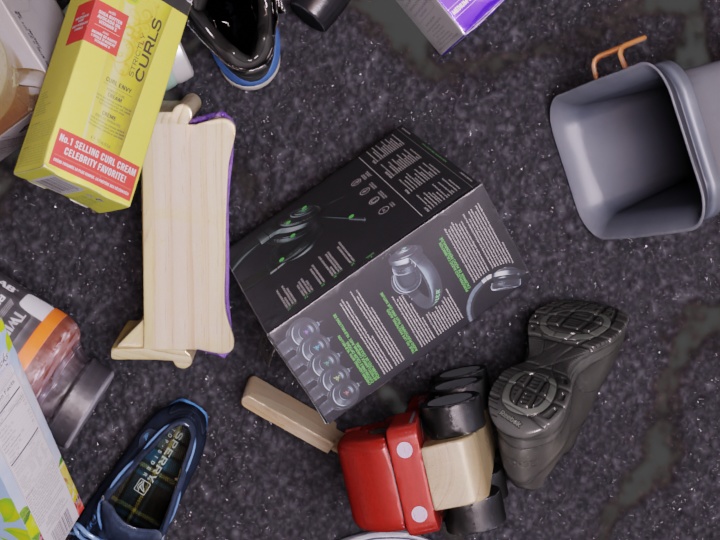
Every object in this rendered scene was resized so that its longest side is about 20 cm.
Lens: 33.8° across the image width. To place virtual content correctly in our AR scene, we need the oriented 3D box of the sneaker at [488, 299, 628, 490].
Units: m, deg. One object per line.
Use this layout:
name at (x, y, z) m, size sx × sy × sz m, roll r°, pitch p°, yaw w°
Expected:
sneaker at (0.158, 0.095, 0.957) m, size 0.075 × 0.200 × 0.092 m, roll 16°, pitch 129°, yaw 30°

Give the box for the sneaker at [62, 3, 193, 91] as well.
sneaker at (-0.226, -0.220, 0.930) m, size 0.117 × 0.074 × 0.203 m, roll -26°, pitch 101°, yaw -4°

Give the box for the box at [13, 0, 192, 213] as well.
box at (-0.174, -0.148, 0.831) m, size 0.075 × 0.050 × 0.203 m, roll 26°, pitch 71°, yaw -36°

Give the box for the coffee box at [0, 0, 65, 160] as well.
coffee box at (-0.309, -0.133, 0.893) m, size 0.198 × 0.080 × 0.115 m, roll -30°, pitch 94°, yaw 19°

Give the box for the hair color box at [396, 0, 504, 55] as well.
hair color box at (0.031, -0.274, 0.942) m, size 0.065 × 0.109 × 0.200 m, roll -42°, pitch 96°, yaw -3°

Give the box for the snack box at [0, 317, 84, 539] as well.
snack box at (-0.311, 0.119, 0.863) m, size 0.166 × 0.068 × 0.202 m, roll 6°, pitch 133°, yaw 18°

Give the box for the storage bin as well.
storage bin at (0.255, -0.118, 0.936) m, size 0.132 × 0.200 × 0.148 m, roll -20°, pitch 94°, yaw -16°

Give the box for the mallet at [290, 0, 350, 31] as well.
mallet at (-0.052, -0.271, 0.909) m, size 0.041 × 0.201 × 0.066 m, roll 30°, pitch 74°, yaw 35°

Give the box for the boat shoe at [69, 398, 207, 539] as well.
boat shoe at (-0.191, 0.195, 0.955) m, size 0.083 × 0.069 × 0.203 m, roll 22°, pitch 90°, yaw -6°

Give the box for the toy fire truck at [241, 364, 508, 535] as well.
toy fire truck at (0.007, 0.135, 0.930) m, size 0.197 × 0.176 × 0.131 m, roll -13°, pitch 94°, yaw 10°

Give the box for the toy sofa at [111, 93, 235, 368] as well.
toy sofa at (-0.143, -0.033, 0.927) m, size 0.096 × 0.083 × 0.204 m, roll 1°, pitch 103°, yaw -3°

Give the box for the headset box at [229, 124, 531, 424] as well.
headset box at (0.000, 0.000, 0.906) m, size 0.199 × 0.174 × 0.093 m, roll -35°, pitch 117°, yaw -4°

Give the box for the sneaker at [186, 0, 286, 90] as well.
sneaker at (-0.113, -0.245, 0.927) m, size 0.076 × 0.111 × 0.203 m, roll -17°, pitch 93°, yaw -5°

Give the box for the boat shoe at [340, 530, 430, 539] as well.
boat shoe at (0.064, 0.263, 0.986) m, size 0.196 × 0.062 × 0.073 m, roll 9°, pitch 91°, yaw -6°

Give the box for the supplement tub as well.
supplement tub at (-0.293, 0.055, 0.922) m, size 0.198 × 0.107 × 0.108 m, roll 33°, pitch 89°, yaw -6°
